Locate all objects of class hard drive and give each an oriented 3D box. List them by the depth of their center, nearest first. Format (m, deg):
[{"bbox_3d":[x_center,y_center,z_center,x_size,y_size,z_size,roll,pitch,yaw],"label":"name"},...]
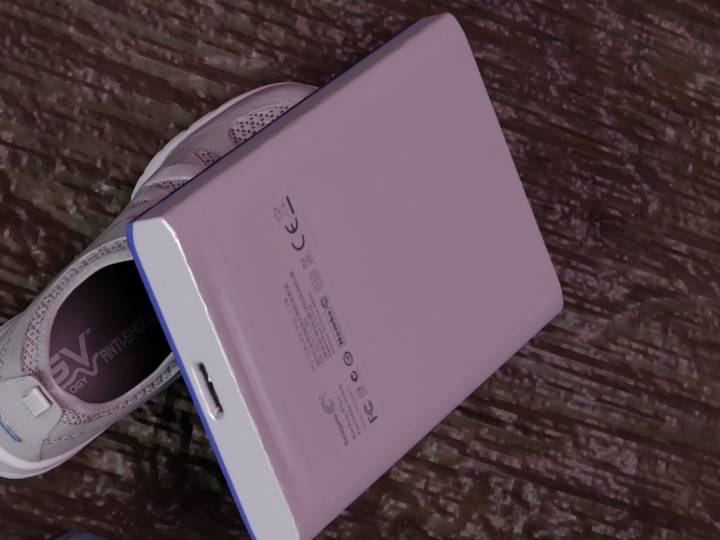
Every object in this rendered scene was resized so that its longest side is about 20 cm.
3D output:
[{"bbox_3d":[0.000,0.000,1.080,0.200,0.025,0.132,-39,112,-48],"label":"hard drive"}]

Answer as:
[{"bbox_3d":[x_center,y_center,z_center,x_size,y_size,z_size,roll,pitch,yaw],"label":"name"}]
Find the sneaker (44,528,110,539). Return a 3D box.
[{"bbox_3d":[-0.053,0.179,1.039,0.077,0.086,0.200,-34,96,-28],"label":"sneaker"}]

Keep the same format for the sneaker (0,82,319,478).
[{"bbox_3d":[-0.063,0.002,1.071,0.075,0.082,0.200,47,65,-11],"label":"sneaker"}]
